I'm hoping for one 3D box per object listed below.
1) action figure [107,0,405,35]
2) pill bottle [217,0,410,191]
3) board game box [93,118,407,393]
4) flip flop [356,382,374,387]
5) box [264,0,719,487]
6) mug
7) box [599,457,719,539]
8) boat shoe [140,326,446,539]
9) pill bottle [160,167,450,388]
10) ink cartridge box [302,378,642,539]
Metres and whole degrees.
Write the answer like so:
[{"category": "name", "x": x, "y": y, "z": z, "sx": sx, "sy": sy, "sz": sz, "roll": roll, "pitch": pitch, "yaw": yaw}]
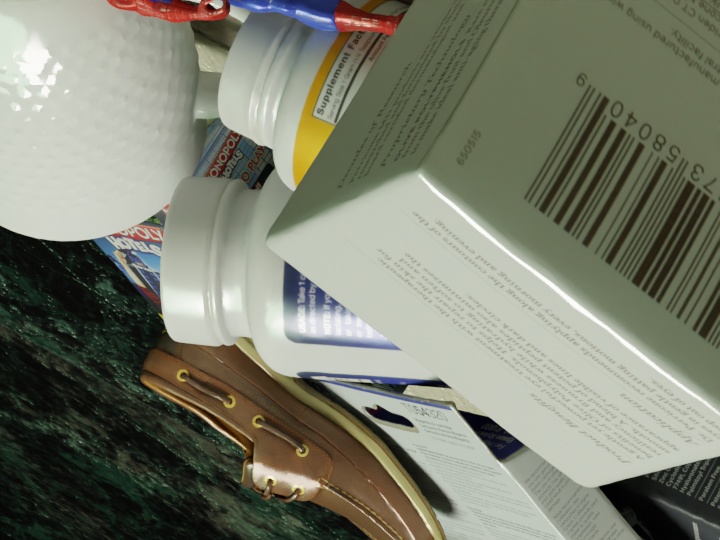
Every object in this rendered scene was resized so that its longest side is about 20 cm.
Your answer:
[{"category": "action figure", "x": -0.065, "y": -0.151, "z": 1.449, "sx": 0.199, "sy": 0.066, "sz": 0.052, "roll": 9, "pitch": 177, "yaw": 22}, {"category": "pill bottle", "x": 0.032, "y": -0.069, "z": 1.478, "sx": 0.199, "sy": 0.110, "sz": 0.109, "roll": 25, "pitch": 158, "yaw": 19}, {"category": "board game box", "x": -0.078, "y": -0.021, "z": 1.803, "sx": 0.199, "sy": 0.062, "sz": 0.200, "roll": 12, "pitch": 150, "yaw": 42}, {"category": "flip flop", "x": -0.045, "y": 0.063, "z": 1.725, "sx": 0.081, "sy": 0.058, "sz": 0.201, "roll": -11, "pitch": 117, "yaw": 40}, {"category": "box", "x": 0.107, "y": -0.044, "z": 1.305, "sx": 0.199, "sy": 0.201, "sz": 0.171, "roll": 37, "pitch": 156, "yaw": -14}, {"category": "mug", "x": -0.137, "y": -0.123, "z": 1.575, "sx": 0.199, "sy": 0.148, "sz": 0.176, "roll": 3, "pitch": 147, "yaw": 6}, {"category": "box", "x": 0.189, "y": 0.116, "z": 1.673, "sx": 0.199, "sy": 0.105, "sz": 0.148, "roll": 24, "pitch": 157, "yaw": 22}, {"category": "boat shoe", "x": -0.039, "y": 0.101, "z": 1.658, "sx": 0.200, "sy": 0.068, "sz": 0.072, "roll": 43, "pitch": 164, "yaw": 0}, {"category": "pill bottle", "x": 0.000, "y": 0.000, "z": 1.579, "sx": 0.199, "sy": 0.120, "sz": 0.120, "roll": 4, "pitch": 152, "yaw": 11}, {"category": "ink cartridge box", "x": 0.070, "y": 0.120, "z": 1.645, "sx": 0.200, "sy": 0.043, "sz": 0.196, "roll": 52, "pitch": 161, "yaw": -23}]
